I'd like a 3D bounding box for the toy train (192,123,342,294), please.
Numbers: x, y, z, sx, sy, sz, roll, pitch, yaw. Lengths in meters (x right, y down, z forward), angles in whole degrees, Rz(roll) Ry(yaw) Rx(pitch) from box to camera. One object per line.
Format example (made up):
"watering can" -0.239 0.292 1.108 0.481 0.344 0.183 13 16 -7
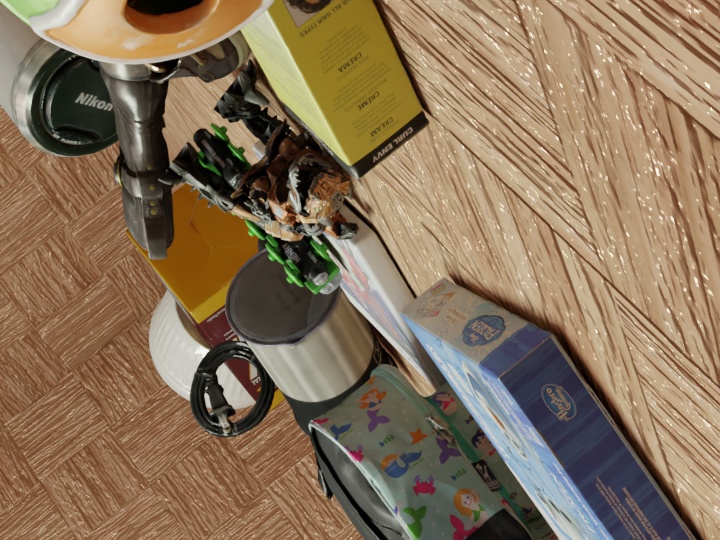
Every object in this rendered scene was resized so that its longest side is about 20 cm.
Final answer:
"toy train" -0.077 -0.049 1.336 0.200 0.042 0.056 49 -177 34

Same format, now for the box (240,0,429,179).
"box" -0.034 -0.133 0.744 0.075 0.050 0.200 46 171 42

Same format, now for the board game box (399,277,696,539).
"board game box" 0.118 0.108 0.980 0.201 0.043 0.199 54 174 -15

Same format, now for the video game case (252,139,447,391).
"video game case" 0.000 0.000 1.315 0.182 0.023 0.201 45 169 49

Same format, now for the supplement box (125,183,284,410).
"supplement box" -0.147 0.023 1.959 0.197 0.132 0.201 45 170 46

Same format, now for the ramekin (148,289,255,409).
"ramekin" -0.176 0.072 2.163 0.201 0.199 0.105 50 149 17

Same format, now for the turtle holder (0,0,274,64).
"turtle holder" -0.071 -0.164 0.563 0.140 0.187 0.132 20 -175 -20

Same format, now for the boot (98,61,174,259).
"boot" -0.173 -0.123 1.247 0.201 0.069 0.175 -105 11 -55

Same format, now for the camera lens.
"camera lens" -0.327 -0.231 1.760 0.200 0.160 0.160 47 172 39

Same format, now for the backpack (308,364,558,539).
"backpack" 0.056 0.165 1.239 0.200 0.150 0.178 40 166 28

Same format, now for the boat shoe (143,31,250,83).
"boat shoe" -0.124 -0.166 1.077 0.075 0.073 0.200 51 173 11

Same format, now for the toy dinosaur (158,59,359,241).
"toy dinosaur" -0.065 -0.060 1.179 0.135 0.102 0.200 37 150 -7

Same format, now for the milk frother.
"milk frother" -0.090 0.077 1.588 0.181 0.199 0.189 52 174 40
